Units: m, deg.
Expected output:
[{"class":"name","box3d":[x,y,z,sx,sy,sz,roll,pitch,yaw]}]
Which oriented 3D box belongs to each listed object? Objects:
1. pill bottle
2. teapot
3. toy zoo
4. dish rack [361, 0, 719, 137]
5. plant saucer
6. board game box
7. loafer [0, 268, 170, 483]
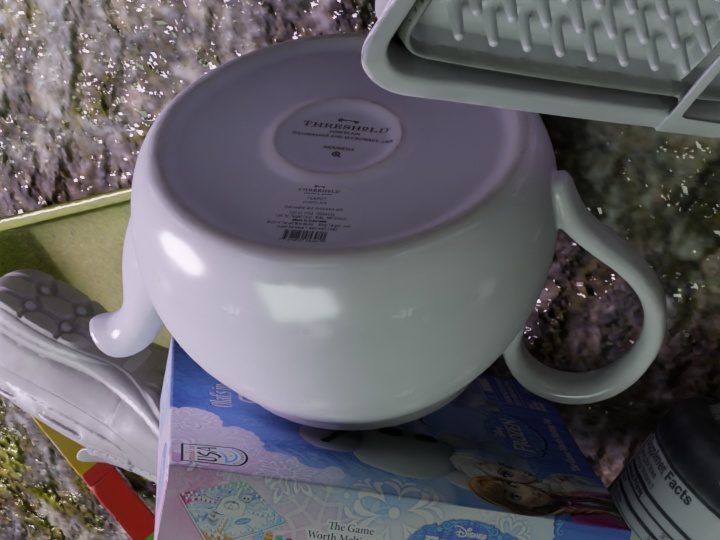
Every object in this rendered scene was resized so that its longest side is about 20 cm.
[{"class":"pill bottle","box3d":[0.159,0.134,0.805,0.106,0.106,0.201,34,107,-4]},{"class":"teapot","box3d":[0.000,0.000,0.749,0.200,0.196,0.147,41,148,43]},{"class":"toy zoo","box3d":[-0.177,0.099,1.035,0.201,0.020,0.131,57,167,-30]},{"class":"dish rack","box3d":[0.110,-0.119,0.612,0.198,0.044,0.172,4,149,-26]},{"class":"plant saucer","box3d":[-0.103,0.027,0.949,0.198,0.048,0.201,-10,125,38]},{"class":"board game box","box3d":[0.005,0.086,0.792,0.197,0.200,0.044,8,103,-8]},{"class":"loafer","box3d":[-0.124,0.075,0.917,0.199,0.070,0.070,34,126,11]}]
